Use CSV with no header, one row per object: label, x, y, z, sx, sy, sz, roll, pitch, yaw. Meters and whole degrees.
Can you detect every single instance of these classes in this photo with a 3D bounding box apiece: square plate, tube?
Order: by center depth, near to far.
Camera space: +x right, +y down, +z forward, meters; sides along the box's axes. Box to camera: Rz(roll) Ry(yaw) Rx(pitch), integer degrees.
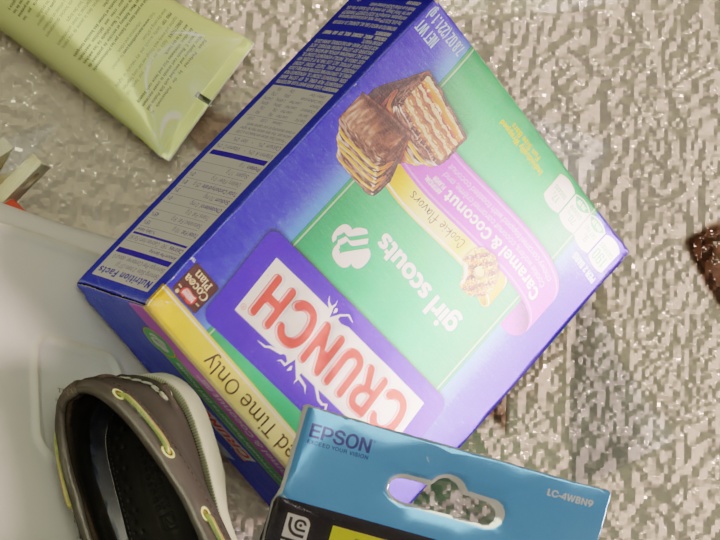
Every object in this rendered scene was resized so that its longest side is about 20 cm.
square plate,-0.133,0.063,1.228,0.028,0.200,0.198,-20,65,34
tube,-0.156,-0.136,1.358,0.200,0.052,0.058,33,113,2

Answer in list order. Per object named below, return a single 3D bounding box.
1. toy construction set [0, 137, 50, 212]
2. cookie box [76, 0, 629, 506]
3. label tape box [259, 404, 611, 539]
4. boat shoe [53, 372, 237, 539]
toy construction set,-0.242,-0.063,1.305,0.200,0.092,0.131,41,72,20
cookie box,0.000,0.000,1.270,0.200,0.075,0.171,-48,116,-16
label tape box,0.016,0.170,1.221,0.143,0.066,0.200,15,94,-1
boat shoe,-0.078,0.138,1.171,0.072,0.061,0.201,-32,71,25
